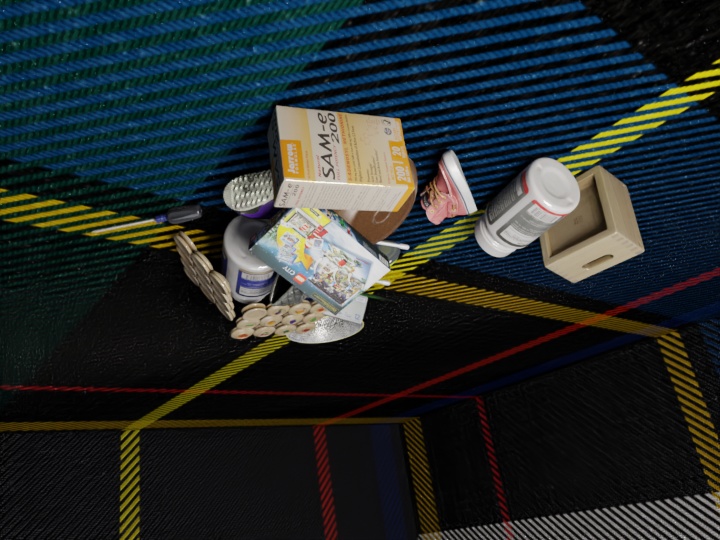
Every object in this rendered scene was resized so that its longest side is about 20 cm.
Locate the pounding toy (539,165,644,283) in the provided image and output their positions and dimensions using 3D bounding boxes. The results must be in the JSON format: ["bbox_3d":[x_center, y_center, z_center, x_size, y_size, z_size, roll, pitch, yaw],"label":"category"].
[{"bbox_3d":[0.445,-0.084,1.184,0.141,0.186,0.199,23,143,-32],"label":"pounding toy"}]

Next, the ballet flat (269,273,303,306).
[{"bbox_3d":[-0.113,-0.014,1.024,0.057,0.066,0.202,-29,146,-47],"label":"ballet flat"}]

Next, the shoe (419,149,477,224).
[{"bbox_3d":[0.148,-0.139,1.047,0.090,0.072,0.200,-21,159,13],"label":"shoe"}]

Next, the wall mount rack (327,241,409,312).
[{"bbox_3d":[0.000,0.000,1.172,0.173,0.075,0.201,-29,157,-38],"label":"wall mount rack"}]

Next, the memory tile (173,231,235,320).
[{"bbox_3d":[-0.300,0.014,1.141,0.017,0.153,0.200,-42,169,-22],"label":"memory tile"}]

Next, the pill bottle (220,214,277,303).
[{"bbox_3d":[-0.210,-0.014,1.135,0.118,0.121,0.200,-2,156,-17],"label":"pill bottle"}]

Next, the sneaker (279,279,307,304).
[{"bbox_3d":[-0.103,-0.036,1.132,0.077,0.201,0.086,33,-174,-18],"label":"sneaker"}]

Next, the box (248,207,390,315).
[{"bbox_3d":[-0.066,-0.027,0.972,0.136,0.038,0.199,-39,119,23],"label":"box"}]

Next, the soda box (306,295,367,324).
[{"bbox_3d":[-0.085,0.067,1.330,0.197,0.064,0.068,15,173,1],"label":"soda box"}]

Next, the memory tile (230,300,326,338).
[{"bbox_3d":[-0.167,0.104,1.241,0.198,0.017,0.154,-2,150,-30],"label":"memory tile"}]

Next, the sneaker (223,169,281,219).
[{"bbox_3d":[-0.123,-0.128,0.989,0.197,0.071,0.100,-7,165,0],"label":"sneaker"}]

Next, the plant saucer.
[{"bbox_3d":[0.029,-0.106,1.012,0.199,0.037,0.201,-32,152,-19],"label":"plant saucer"}]

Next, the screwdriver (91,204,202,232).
[{"bbox_3d":[-0.373,-0.082,1.023,0.197,0.029,0.028,-15,157,0],"label":"screwdriver"}]

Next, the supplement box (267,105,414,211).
[{"bbox_3d":[-0.031,-0.161,0.861,0.197,0.128,0.074,-1,156,-22],"label":"supplement box"}]

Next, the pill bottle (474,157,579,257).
[{"bbox_3d":[0.309,-0.113,1.119,0.112,0.115,0.200,1,155,-23],"label":"pill bottle"}]

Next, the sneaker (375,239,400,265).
[{"bbox_3d":[-0.005,-0.043,1.213,0.197,0.075,0.081,-2,153,-21],"label":"sneaker"}]

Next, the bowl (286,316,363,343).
[{"bbox_3d":[-0.096,0.109,1.491,0.198,0.095,0.201,-9,157,-4],"label":"bowl"}]

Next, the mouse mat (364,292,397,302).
[{"bbox_3d":[-0.026,0.050,1.404,0.160,0.008,0.199,8,175,43],"label":"mouse mat"}]
